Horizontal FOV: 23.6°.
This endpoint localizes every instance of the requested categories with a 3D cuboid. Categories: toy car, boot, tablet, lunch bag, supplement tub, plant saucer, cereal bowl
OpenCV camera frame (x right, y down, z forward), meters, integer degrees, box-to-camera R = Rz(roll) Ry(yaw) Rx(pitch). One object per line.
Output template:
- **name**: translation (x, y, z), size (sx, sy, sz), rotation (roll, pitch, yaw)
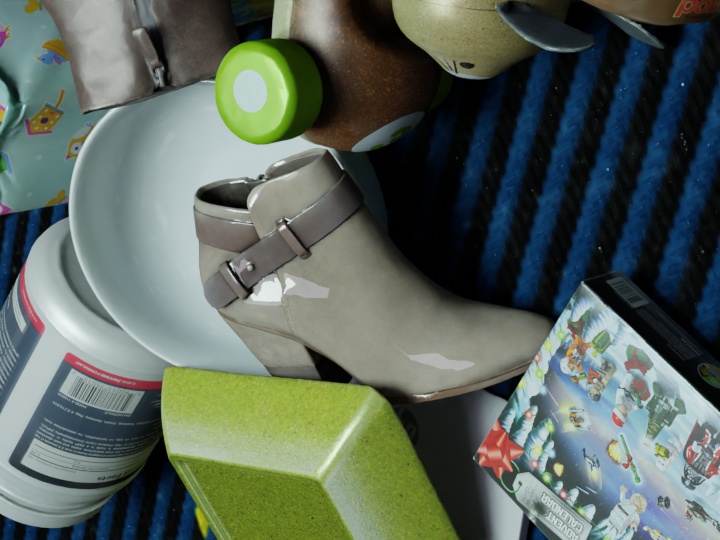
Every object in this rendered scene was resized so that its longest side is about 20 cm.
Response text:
- **toy car**: translation (0.053, -0.128, 0.905), size (0.200, 0.164, 0.158), rotation (15, 109, 31)
- **boot**: translation (-0.090, -0.191, 0.946), size (0.200, 0.072, 0.167), rotation (-20, 94, 4)
- **tablet**: translation (0.028, 0.117, 1.069), size (0.200, 0.014, 0.130), rotation (22, 113, 41)
- **lunch bag**: translation (-0.214, -0.141, 1.134), size (0.200, 0.170, 0.122), rotation (48, 135, 31)
- **boot**: translation (0.000, 0.000, 0.976), size (0.200, 0.070, 0.146), rotation (-12, 112, 23)
- **supplement tub**: translation (-0.192, 0.071, 1.196), size (0.140, 0.140, 0.200), rotation (54, 130, 25)
- **plant saucer**: translation (-0.029, 0.155, 1.045), size (0.200, 0.048, 0.200), rotation (2, 127, 46)
- **cereal bowl**: translation (-0.074, -0.035, 1.070), size (0.200, 0.083, 0.200), rotation (6, 114, 14)

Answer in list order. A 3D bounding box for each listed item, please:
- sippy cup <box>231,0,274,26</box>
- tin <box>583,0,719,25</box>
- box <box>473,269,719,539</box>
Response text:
- **sippy cup**: translation (-0.077, -0.203, 1.026), size (0.130, 0.140, 0.178), rotation (-3, 93, 19)
- **tin**: translation (0.105, -0.185, 0.861), size (0.200, 0.112, 0.042), rotation (44, 127, 32)
- **box**: translation (0.162, 0.116, 0.903), size (0.200, 0.040, 0.137), rotation (45, 127, 26)
